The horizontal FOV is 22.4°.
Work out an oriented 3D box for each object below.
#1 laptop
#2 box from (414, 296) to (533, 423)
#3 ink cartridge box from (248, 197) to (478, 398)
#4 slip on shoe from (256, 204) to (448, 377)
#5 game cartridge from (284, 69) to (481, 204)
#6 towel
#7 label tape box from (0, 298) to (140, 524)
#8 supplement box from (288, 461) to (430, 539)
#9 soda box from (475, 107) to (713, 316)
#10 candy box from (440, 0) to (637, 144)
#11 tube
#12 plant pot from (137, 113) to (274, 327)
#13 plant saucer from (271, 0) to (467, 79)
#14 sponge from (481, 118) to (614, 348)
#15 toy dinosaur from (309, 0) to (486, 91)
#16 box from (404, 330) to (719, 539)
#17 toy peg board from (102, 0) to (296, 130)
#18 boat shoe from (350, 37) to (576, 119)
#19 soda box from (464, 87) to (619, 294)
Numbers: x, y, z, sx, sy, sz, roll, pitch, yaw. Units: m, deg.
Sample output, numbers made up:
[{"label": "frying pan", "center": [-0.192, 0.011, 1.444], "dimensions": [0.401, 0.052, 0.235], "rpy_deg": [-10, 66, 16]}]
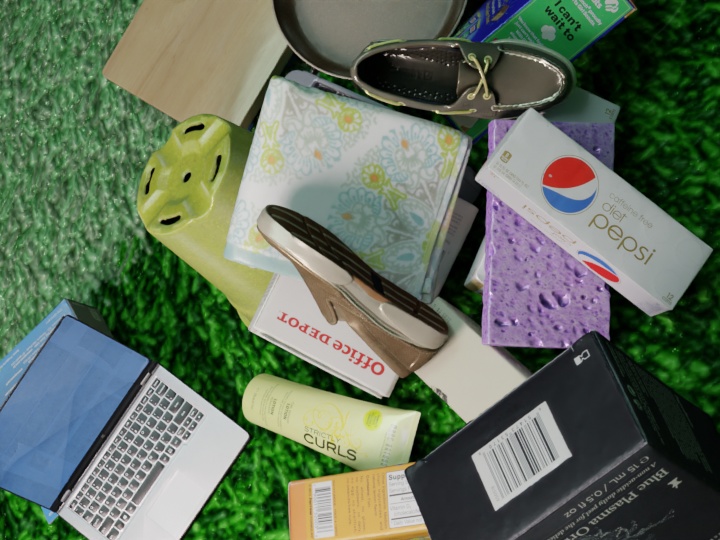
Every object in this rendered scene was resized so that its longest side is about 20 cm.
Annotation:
[{"label": "laptop", "center": [-0.250, 0.181, 1.799], "dimensions": [0.199, 0.116, 0.188], "rpy_deg": [36, 93, 14]}, {"label": "box", "center": [0.123, 0.112, 1.608], "dimensions": [0.069, 0.082, 0.200], "rpy_deg": [-51, 45, 5]}, {"label": "ink cartridge box", "center": [0.000, 0.000, 1.713], "dimensions": [0.201, 0.146, 0.083], "rpy_deg": [-63, 7, -6]}, {"label": "slip on shoe", "center": [-0.016, 0.020, 1.594], "dimensions": [0.061, 0.199, 0.076], "rpy_deg": [-51, 17, 17]}, {"label": "game cartridge", "center": [0.024, -0.128, 1.774], "dimensions": [0.199, 0.133, 0.041], "rpy_deg": [28, 80, 39]}, {"label": "towel", "center": [-0.009, -0.067, 1.638], "dimensions": [0.048, 0.198, 0.173], "rpy_deg": [-141, 66, -78]}, {"label": "label tape box", "center": [-0.307, 0.154, 1.946], "dimensions": [0.144, 0.063, 0.201], "rpy_deg": [-42, 59, 15]}, {"label": "supplement box", "center": [0.031, 0.212, 1.634], "dimensions": [0.199, 0.066, 0.070], "rpy_deg": [-11, 74, 35]}, {"label": "soda box", "center": [0.198, -0.049, 1.551], "dimensions": [0.068, 0.199, 0.064], "rpy_deg": [-53, 2, -10]}, {"label": "candy box", "center": [0.157, -0.226, 1.706], "dimensions": [0.200, 0.077, 0.169], "rpy_deg": [-41, 12, 17]}, {"label": "tube", "center": [-0.027, 0.146, 1.737], "dimensions": [0.199, 0.058, 0.052], "rpy_deg": [17, 44, 38]}, {"label": "plant pot", "center": [-0.114, -0.058, 1.805], "dimensions": [0.199, 0.184, 0.202], "rpy_deg": [-25, 49, 33]}, {"label": "plant saucer", "center": [0.012, -0.276, 1.782], "dimensions": [0.198, 0.032, 0.202], "rpy_deg": [-3, 75, 11]}, {"label": "sponge", "center": [0.165, -0.032, 1.591], "dimensions": [0.030, 0.110, 0.202], "rpy_deg": [138, 134, -80]}, {"label": "toy dinosaur", "center": [0.022, -0.260, 1.838], "dimensions": [0.086, 0.199, 0.136], "rpy_deg": [59, 151, 16]}, {"label": "box", "center": [0.178, 0.179, 1.443], "dimensions": [0.196, 0.200, 0.118], "rpy_deg": [-39, 48, 18]}, {"label": "toy peg board", "center": [-0.148, -0.248, 2.025], "dimensions": [0.198, 0.098, 0.201], "rpy_deg": [31, 89, 28]}, {"label": "boat shoe", "center": [0.089, -0.170, 1.609], "dimensions": [0.200, 0.060, 0.073], "rpy_deg": [6, 101, 12]}, {"label": "soda box", "center": [0.165, -0.066, 1.653], "dimensions": [0.068, 0.063, 0.201], "rpy_deg": [125, 168, -81]}]
